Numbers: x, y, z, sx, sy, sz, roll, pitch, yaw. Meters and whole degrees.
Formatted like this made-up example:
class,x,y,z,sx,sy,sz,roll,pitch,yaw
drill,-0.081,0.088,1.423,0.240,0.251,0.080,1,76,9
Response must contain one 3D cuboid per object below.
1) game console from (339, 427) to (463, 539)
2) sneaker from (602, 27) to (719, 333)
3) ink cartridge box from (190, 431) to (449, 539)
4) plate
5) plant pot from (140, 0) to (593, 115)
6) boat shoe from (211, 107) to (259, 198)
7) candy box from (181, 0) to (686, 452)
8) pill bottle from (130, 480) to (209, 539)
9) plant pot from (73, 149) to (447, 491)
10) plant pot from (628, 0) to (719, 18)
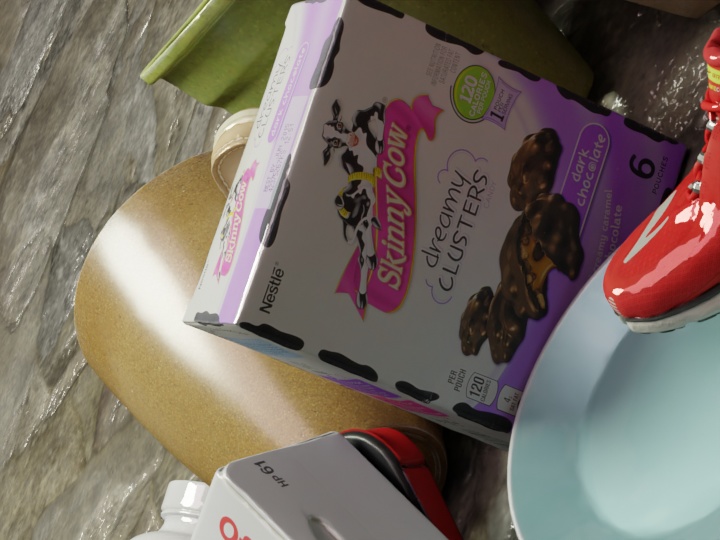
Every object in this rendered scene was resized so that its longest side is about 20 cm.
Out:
class,x,y,z,sx,sy,sz,roll,pitch,yaw
game console,-0.004,0.188,1.092,0.200,0.031,0.177,-44,63,44
sneaker,0.165,-0.062,0.937,0.200,0.085,0.077,-47,28,13
ink cartridge box,-0.023,0.199,1.037,0.144,0.084,0.201,42,128,31
plate,0.142,0.054,0.972,0.200,0.026,0.201,-38,33,31
plant pot,0.017,-0.118,1.187,0.200,0.184,0.200,-47,9,10
boat shoe,0.000,0.000,1.129,0.074,0.200,0.069,-42,13,40
candy box,0.038,-0.018,1.071,0.071,0.199,0.168,1,70,65
pill bottle,-0.099,0.227,1.264,0.112,0.112,0.201,-16,55,61
plant pot,-0.036,0.061,1.229,0.187,0.186,0.200,-58,43,21
plant pot,0.135,-0.243,1.094,0.200,0.199,0.177,-99,27,-51
